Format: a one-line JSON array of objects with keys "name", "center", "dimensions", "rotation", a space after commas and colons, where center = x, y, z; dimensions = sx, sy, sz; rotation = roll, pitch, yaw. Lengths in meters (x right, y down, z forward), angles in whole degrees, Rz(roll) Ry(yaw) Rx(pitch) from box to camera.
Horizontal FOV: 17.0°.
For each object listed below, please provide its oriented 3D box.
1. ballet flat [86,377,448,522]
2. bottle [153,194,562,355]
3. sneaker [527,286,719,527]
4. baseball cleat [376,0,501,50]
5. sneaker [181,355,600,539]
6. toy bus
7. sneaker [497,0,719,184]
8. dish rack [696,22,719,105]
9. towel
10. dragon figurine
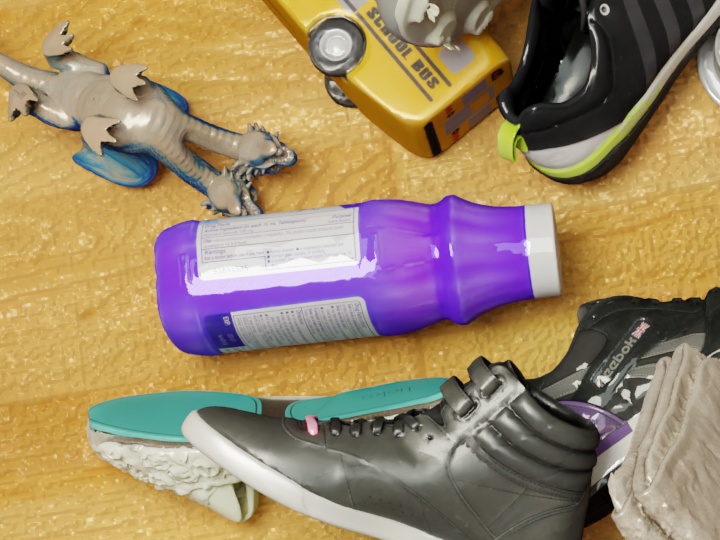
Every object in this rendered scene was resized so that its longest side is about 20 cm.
[{"name": "ballet flat", "center": [-0.040, 0.095, 1.201], "dimensions": [0.199, 0.072, 0.072], "rotation": [-4, 77, 9]}, {"name": "bottle", "center": [0.000, 0.000, 1.203], "dimensions": [0.199, 0.084, 0.066], "rotation": [-7, 76, 8]}, {"name": "sneaker", "center": [0.151, 0.035, 1.181], "dimensions": [0.200, 0.076, 0.088], "rotation": [-36, 70, -1]}, {"name": "baseball cleat", "center": [0.043, -0.170, 1.203], "dimensions": [0.106, 0.200, 0.070], "rotation": [33, 123, 18]}, {"name": "sneaker", "center": [0.021, 0.076, 1.132], "dimensions": [0.199, 0.071, 0.100], "rotation": [21, 97, -3]}, {"name": "toy bus", "center": [-0.013, -0.150, 1.249], "dimensions": [0.078, 0.065, 0.200], "rotation": [-39, 75, -2]}, {"name": "sneaker", "center": [0.132, -0.135, 1.204], "dimensions": [0.072, 0.083, 0.201], "rotation": [22, 81, 39]}, {"name": "dish rack", "center": [0.276, -0.156, 1.220], "dimensions": [0.171, 0.044, 0.201], "rotation": [21, 82, 12]}, {"name": "towel", "center": [0.192, 0.135, 1.090], "dimensions": [0.034, 0.133, 0.200], "rotation": [-36, 102, 34]}, {"name": "dragon figurine", "center": [-0.128, -0.080, 1.253], "dimensions": [0.199, 0.099, 0.059], "rotation": [22, 82, 32]}]
